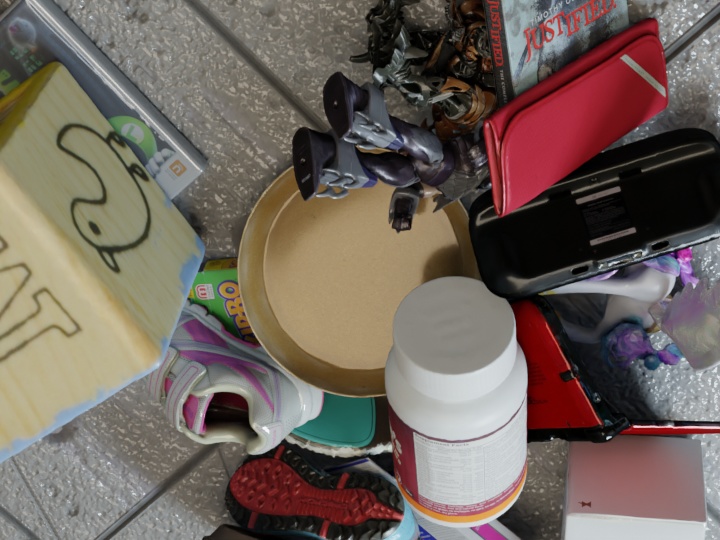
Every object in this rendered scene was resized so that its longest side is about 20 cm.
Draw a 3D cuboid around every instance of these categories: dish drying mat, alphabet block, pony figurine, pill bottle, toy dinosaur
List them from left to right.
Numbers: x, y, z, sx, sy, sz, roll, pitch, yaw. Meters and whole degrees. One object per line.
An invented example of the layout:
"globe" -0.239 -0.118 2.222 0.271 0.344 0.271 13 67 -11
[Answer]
"alphabet block" -0.265 -0.005 1.346 0.195 0.196 0.201 -31 111 20
"toy dinosaur" 0.069 -0.149 1.305 0.135 0.102 0.202 22 102 -21
"pill bottle" 0.074 0.101 1.326 0.108 0.110 0.201 2 141 7
"dish drying mat" 0.160 -0.114 1.259 0.018 0.199 0.078 16 128 41
"pony figurine" 0.225 0.006 1.342 0.198 0.168 0.194 13 151 -2

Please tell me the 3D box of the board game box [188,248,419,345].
"board game box" -0.044 0.032 1.449 0.197 0.030 0.097 -6 116 8

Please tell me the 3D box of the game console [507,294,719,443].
"game console" 0.185 0.079 1.365 0.118 0.200 0.174 -30 92 -15

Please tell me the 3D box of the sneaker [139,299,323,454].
"sneaker" -0.134 0.088 1.424 0.198 0.088 0.082 18 124 17

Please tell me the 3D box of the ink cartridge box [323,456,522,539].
"ink cartridge box" 0.067 0.215 1.497 0.199 0.037 0.095 37 155 -13

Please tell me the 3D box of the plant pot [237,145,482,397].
"plant pot" 0.000 0.000 1.395 0.197 0.027 0.203 1 98 6

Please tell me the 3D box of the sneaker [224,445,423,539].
"sneaker" -0.032 0.217 1.490 0.198 0.080 0.096 13 151 39

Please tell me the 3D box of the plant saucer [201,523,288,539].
"plant saucer" -0.044 0.256 1.494 0.198 0.200 0.030 18 83 -1

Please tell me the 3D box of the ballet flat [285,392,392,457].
"ballet flat" 0.022 0.135 1.475 0.197 0.072 0.073 2 118 10

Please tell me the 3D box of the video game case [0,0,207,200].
"video game case" -0.255 -0.102 1.413 0.181 0.023 0.200 -38 106 23

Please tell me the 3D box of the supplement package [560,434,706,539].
"supplement package" 0.226 0.253 1.470 0.116 0.117 0.202 3 121 7

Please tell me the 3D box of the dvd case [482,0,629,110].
"dvd case" 0.145 -0.176 1.254 0.022 0.145 0.202 13 124 42

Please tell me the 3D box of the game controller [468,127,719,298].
"game controller" 0.177 -0.042 1.264 0.198 0.105 0.042 -17 144 6

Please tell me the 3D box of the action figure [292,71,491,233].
"action figure" 0.044 -0.079 1.284 0.198 0.070 0.130 11 135 -39
